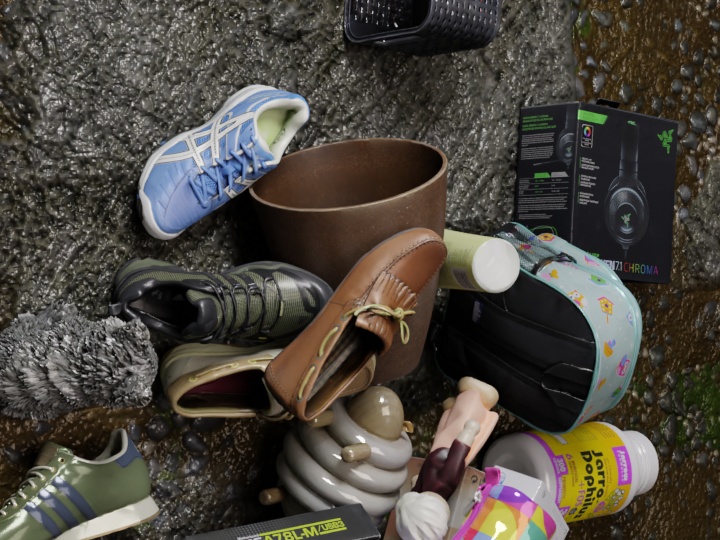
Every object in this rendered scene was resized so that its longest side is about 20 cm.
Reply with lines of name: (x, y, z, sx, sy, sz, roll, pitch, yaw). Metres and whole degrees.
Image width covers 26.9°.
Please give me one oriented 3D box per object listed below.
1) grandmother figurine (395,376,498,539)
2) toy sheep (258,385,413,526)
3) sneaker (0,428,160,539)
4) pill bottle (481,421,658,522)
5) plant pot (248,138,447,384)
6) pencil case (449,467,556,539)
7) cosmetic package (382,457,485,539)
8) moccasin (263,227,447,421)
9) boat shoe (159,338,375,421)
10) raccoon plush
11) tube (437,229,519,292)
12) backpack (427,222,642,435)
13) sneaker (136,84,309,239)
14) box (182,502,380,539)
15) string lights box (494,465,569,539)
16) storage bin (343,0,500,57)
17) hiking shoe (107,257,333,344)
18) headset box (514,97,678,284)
grandmother figurine: (0.083, 0.187, 1.441, 0.060, 0.122, 0.200, 24, 42, 4)
toy sheep: (-0.022, 0.193, 1.430, 0.137, 0.138, 0.200, 20, 113, -37)
sneaker: (-0.268, 0.192, 1.280, 0.200, 0.067, 0.090, -13, 91, -38)
pill bottle: (0.235, 0.222, 1.655, 0.199, 0.104, 0.105, -3, 93, -39)
plant pot: (0.000, 0.000, 1.430, 0.186, 0.186, 0.201, -25, 118, -36)
pencil case: (0.095, 0.282, 1.352, 0.088, 0.088, 0.200, 47, 64, -29)
cosmetic package: (0.078, 0.299, 1.532, 0.087, 0.103, 0.201, 24, 74, -37)
moccasin: (0.004, 0.046, 1.305, 0.201, 0.078, 0.074, -43, 135, -12)
boat shoe: (-0.081, 0.105, 1.369, 0.199, 0.067, 0.074, -5, 126, -7)
raccoon plush: (-0.259, 0.094, 1.234, 0.200, 0.134, 0.097, -27, 108, -36)
tube: (0.088, -0.012, 1.475, 0.052, 0.200, 0.058, 32, 81, -22)
backpack: (0.190, 0.062, 1.531, 0.153, 0.200, 0.177, -11, 124, -39)
sneaker: (-0.126, -0.105, 1.376, 0.200, 0.077, 0.076, -49, 120, -26)
box: (-0.101, 0.302, 1.350, 0.192, 0.048, 0.201, -7, 136, -39)
string lights box: (0.123, 0.302, 1.448, 0.200, 0.059, 0.103, -58, 142, -24)
storage bin: (0.064, -0.321, 1.487, 0.093, 0.135, 0.201, 4, 88, -39)
hiking shoe: (-0.120, 0.038, 1.319, 0.199, 0.101, 0.076, 2, 109, -2)
headset box: (0.264, -0.090, 1.680, 0.174, 0.093, 0.201, 6, 86, -39)
